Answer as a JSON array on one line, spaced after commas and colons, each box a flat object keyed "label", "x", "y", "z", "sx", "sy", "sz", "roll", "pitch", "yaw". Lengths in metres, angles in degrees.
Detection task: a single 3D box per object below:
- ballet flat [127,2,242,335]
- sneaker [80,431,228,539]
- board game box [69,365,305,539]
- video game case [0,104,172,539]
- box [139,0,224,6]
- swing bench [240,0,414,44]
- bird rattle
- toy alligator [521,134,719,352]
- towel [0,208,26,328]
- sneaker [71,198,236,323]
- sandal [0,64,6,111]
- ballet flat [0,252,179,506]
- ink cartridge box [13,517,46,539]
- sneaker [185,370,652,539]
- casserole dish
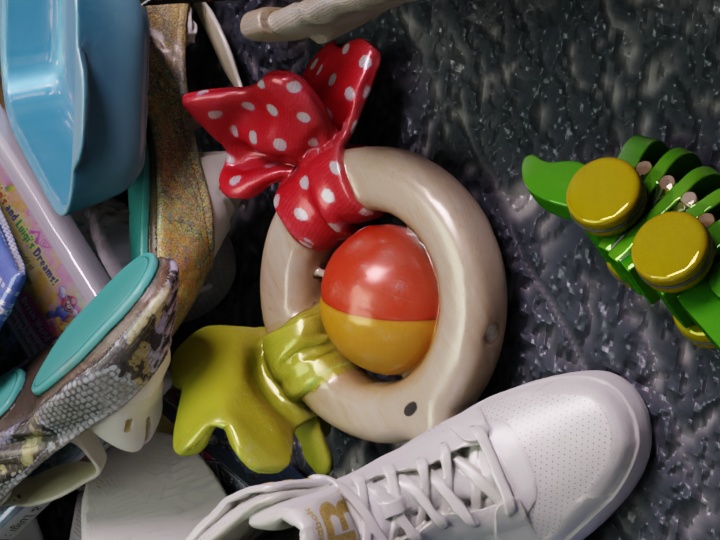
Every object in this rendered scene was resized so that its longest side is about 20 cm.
[{"label": "ballet flat", "x": -0.084, "y": -0.063, "z": 1.187, "sx": 0.071, "sy": 0.071, "sz": 0.200, "roll": -35, "pitch": 58, "yaw": 48}, {"label": "sneaker", "x": -0.083, "y": 0.177, "z": 1.195, "sx": 0.089, "sy": 0.075, "sz": 0.200, "roll": 101, "pitch": 151, "yaw": -62}, {"label": "board game box", "x": -0.073, "y": 0.145, "z": 1.250, "sx": 0.200, "sy": 0.035, "sz": 0.136, "roll": 37, "pitch": 124, "yaw": 41}, {"label": "video game case", "x": -0.203, "y": 0.033, "z": 1.241, "sx": 0.182, "sy": 0.024, "sz": 0.200, "roll": -43, "pitch": 67, "yaw": 22}, {"label": "box", "x": -0.054, "y": -0.216, "z": 1.079, "sx": 0.038, "sy": 0.137, "sz": 0.200, "roll": -22, "pitch": 79, "yaw": 48}, {"label": "swing bench", "x": 0.039, "y": -0.205, "z": 0.980, "sx": 0.199, "sy": 0.130, "sz": 0.200, "roll": -9, "pitch": 95, "yaw": 51}, {"label": "bird rattle", "x": 0.000, "y": 0.000, "z": 1.116, "sx": 0.163, "sy": 0.113, "sz": 0.200, "roll": 18, "pitch": 98, "yaw": 36}, {"label": "toy alligator", "x": 0.139, "y": 0.000, "z": 0.953, "sx": 0.054, "sy": 0.059, "sz": 0.200, "roll": -45, "pitch": 52, "yaw": -2}, {"label": "towel", "x": -0.229, "y": 0.045, "z": 1.193, "sx": 0.200, "sy": 0.024, "sz": 0.145, "roll": -56, "pitch": 35, "yaw": 16}, {"label": "sneaker", "x": -0.138, "y": -0.008, "z": 1.278, "sx": 0.200, "sy": 0.070, "sz": 0.080, "roll": -12, "pitch": 66, "yaw": 45}, {"label": "sandal", "x": -0.200, "y": -0.073, "z": 1.328, "sx": 0.080, "sy": 0.054, "sz": 0.200, "roll": 5, "pitch": 73, "yaw": 30}, {"label": "ballet flat", "x": -0.130, "y": 0.061, "z": 1.142, "sx": 0.200, "sy": 0.072, "sz": 0.072, "roll": -35, "pitch": 69, "yaw": 34}, {"label": "ink cartridge box", "x": -0.273, "y": 0.093, "z": 1.362, "sx": 0.200, "sy": 0.145, "sz": 0.145, "roll": 62, "pitch": 171, "yaw": 24}, {"label": "sneaker", "x": 0.017, "y": 0.102, "z": 1.017, "sx": 0.200, "sy": 0.116, "sz": 0.074, "roll": -29, "pitch": 78, "yaw": 19}, {"label": "casserole dish", "x": -0.132, "y": -0.102, "z": 1.159, "sx": 0.200, "sy": 0.039, "sz": 0.121, "roll": -128, "pitch": 39, "yaw": -62}]
